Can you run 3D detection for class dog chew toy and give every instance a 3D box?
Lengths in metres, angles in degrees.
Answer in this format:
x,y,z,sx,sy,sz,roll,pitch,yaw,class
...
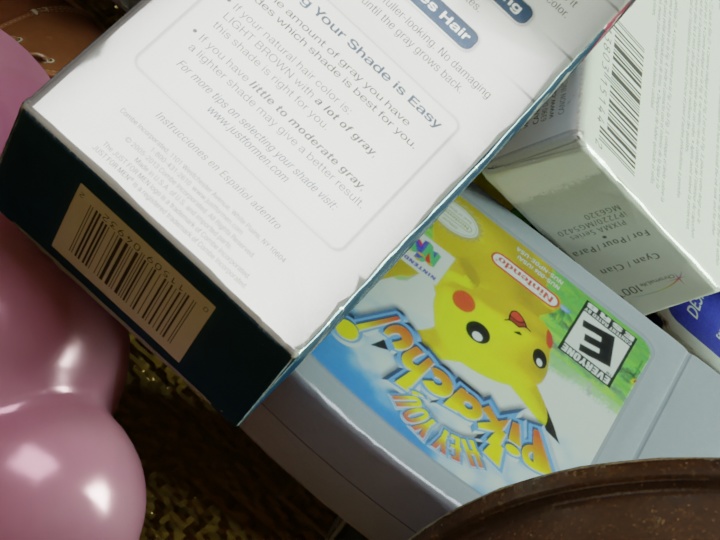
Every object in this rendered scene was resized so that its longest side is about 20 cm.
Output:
x,y,z,sx,sy,sz,roll,pitch,yaw,class
-0.126,0.017,0.636,0.124,0.125,0.200,-8,61,-39,dog chew toy

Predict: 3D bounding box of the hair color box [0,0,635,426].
x,y,z,sx,sy,sz,roll,pitch,yaw,class
-0.003,-0.061,0.622,0.100,0.061,0.200,43,60,1,hair color box

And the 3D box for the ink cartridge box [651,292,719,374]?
x,y,z,sx,sy,sz,roll,pitch,yaw,class
0.174,0.008,0.878,0.200,0.047,0.198,39,39,-8,ink cartridge box

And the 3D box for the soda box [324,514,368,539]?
x,y,z,sx,sy,sz,roll,pitch,yaw,class
0.092,0.108,0.721,0.200,0.071,0.063,31,38,-3,soda box

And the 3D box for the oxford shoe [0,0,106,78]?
x,y,z,sx,sy,sz,roll,pitch,yaw,class
-0.115,-0.065,0.735,0.200,0.071,0.071,28,-1,12,oxford shoe

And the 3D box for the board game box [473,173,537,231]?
x,y,z,sx,sy,sz,roll,pitch,yaw,class
0.082,-0.069,0.919,0.101,0.048,0.200,33,38,1,board game box

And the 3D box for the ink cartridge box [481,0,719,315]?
x,y,z,sx,sy,sz,roll,pitch,yaw,class
0.120,-0.068,0.785,0.176,0.045,0.200,41,44,-35,ink cartridge box

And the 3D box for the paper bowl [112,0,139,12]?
x,y,z,sx,sy,sz,roll,pitch,yaw,class
-0.018,-0.166,0.739,0.200,0.201,0.104,-11,43,-41,paper bowl

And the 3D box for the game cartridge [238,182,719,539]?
x,y,z,sx,sy,sz,roll,pitch,yaw,class
0.030,0.033,0.665,0.200,0.040,0.133,37,44,0,game cartridge

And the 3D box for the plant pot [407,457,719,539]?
x,y,z,sx,sy,sz,roll,pitch,yaw,class
0.088,0.186,0.555,0.200,0.200,0.199,21,47,-14,plant pot
